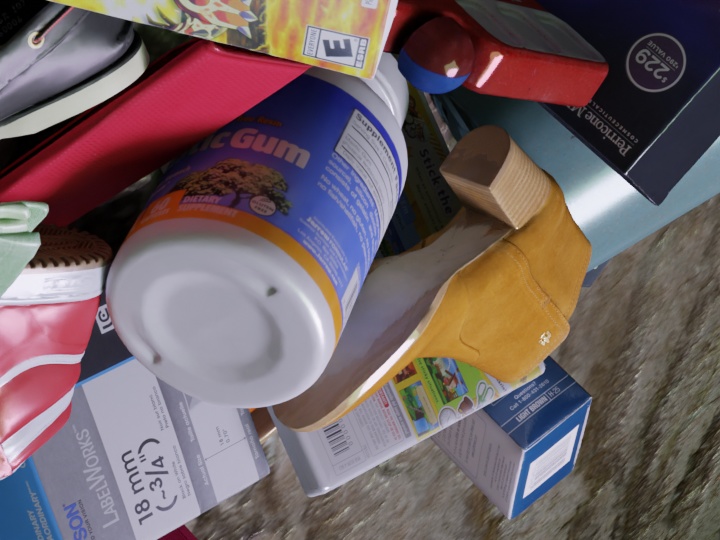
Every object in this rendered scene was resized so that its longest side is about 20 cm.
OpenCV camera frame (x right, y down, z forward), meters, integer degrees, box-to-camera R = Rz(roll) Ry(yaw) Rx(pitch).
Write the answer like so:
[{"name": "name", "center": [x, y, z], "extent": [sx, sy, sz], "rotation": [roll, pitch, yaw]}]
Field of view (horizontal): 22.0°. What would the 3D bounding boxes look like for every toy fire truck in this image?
[{"name": "toy fire truck", "center": [0.015, -0.140, 0.852], "extent": [0.200, 0.168, 0.112], "rotation": [0, 129, -56]}]

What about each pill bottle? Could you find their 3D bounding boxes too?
[{"name": "pill bottle", "center": [-0.041, -0.037, 0.923], "extent": [0.200, 0.112, 0.112], "rotation": [-67, 177, -46]}]

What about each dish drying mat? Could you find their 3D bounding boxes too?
[{"name": "dish drying mat", "center": [-0.117, -0.056, 0.861], "extent": [0.200, 0.018, 0.077], "rotation": [-31, 162, 31]}]

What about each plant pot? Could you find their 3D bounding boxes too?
[{"name": "plant pot", "center": [0.163, -0.109, 1.129], "extent": [0.196, 0.200, 0.200], "rotation": [-36, 155, -3]}]

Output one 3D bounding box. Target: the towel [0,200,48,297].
[{"name": "towel", "center": [-0.235, -0.003, 0.692], "extent": [0.200, 0.023, 0.153], "rotation": [9, 150, -29]}]

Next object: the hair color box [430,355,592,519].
[{"name": "hair color box", "center": [0.052, 0.051, 1.164], "extent": [0.060, 0.200, 0.100], "rotation": [-36, 155, -22]}]

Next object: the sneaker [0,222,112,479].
[{"name": "sneaker", "center": [-0.210, 0.040, 0.832], "extent": [0.200, 0.071, 0.113], "rotation": [-2, 114, -35]}]

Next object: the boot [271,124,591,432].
[{"name": "boot", "center": [0.050, 0.032, 0.999], "extent": [0.201, 0.071, 0.144], "rotation": [-52, 140, -10]}]

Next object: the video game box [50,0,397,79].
[{"name": "video game box", "center": [-0.063, -0.174, 0.685], "extent": [0.200, 0.182, 0.047], "rotation": [103, 3, -48]}]

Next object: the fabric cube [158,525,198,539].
[{"name": "fabric cube", "center": [-0.178, 0.285, 1.169], "extent": [0.199, 0.200, 0.196], "rotation": [-28, 150, -37]}]

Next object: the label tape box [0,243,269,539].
[{"name": "label tape box", "center": [-0.157, 0.082, 0.957], "extent": [0.200, 0.144, 0.063], "rotation": [-27, -166, -37]}]

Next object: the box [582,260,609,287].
[{"name": "box", "center": [0.177, -0.080, 1.342], "extent": [0.200, 0.051, 0.158], "rotation": [-55, 154, 17]}]

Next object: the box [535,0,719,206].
[{"name": "box", "center": [0.121, -0.154, 0.960], "extent": [0.141, 0.200, 0.079], "rotation": [-50, 156, 9]}]

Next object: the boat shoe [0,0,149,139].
[{"name": "boat shoe", "center": [-0.187, -0.069, 0.778], "extent": [0.201, 0.074, 0.063], "rotation": [-32, 124, -12]}]

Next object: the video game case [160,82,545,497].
[{"name": "video game case", "center": [0.000, 0.000, 1.037], "extent": [0.182, 0.200, 0.023], "rotation": [-24, 180, -38]}]

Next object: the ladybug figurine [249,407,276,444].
[{"name": "ladybug figurine", "center": [-0.096, 0.068, 1.114], "extent": [0.200, 0.072, 0.136], "rotation": [-35, 153, -23]}]
